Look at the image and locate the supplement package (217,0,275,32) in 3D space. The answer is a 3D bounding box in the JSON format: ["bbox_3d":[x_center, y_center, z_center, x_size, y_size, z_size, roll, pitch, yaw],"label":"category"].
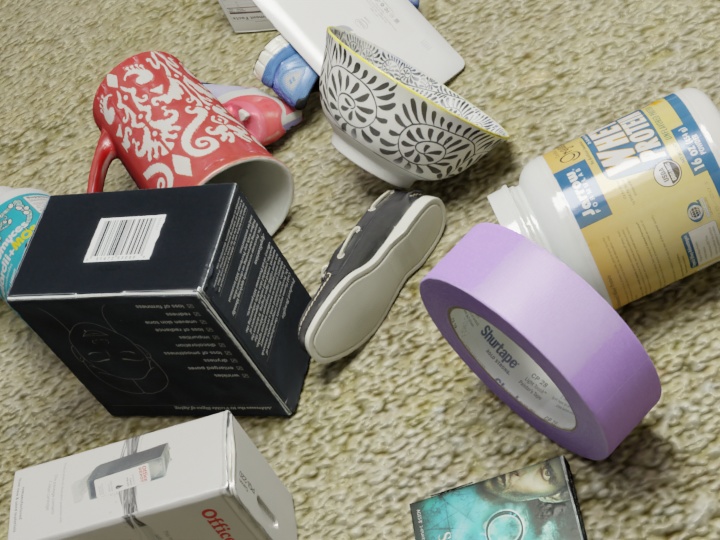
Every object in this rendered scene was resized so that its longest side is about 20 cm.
[{"bbox_3d":[-0.067,-0.378,1.746,0.155,0.111,0.201,-1,53,25],"label":"supplement package"}]

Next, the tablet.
[{"bbox_3d":[-0.003,-0.244,1.592,0.130,0.014,0.200,-39,81,-19],"label":"tablet"}]

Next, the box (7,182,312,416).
[{"bbox_3d":[-0.170,0.032,1.407,0.199,0.197,0.124,-2,52,24],"label":"box"}]

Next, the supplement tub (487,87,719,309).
[{"bbox_3d":[0.221,-0.050,1.321,0.199,0.145,0.145,-25,47,5],"label":"supplement tub"}]

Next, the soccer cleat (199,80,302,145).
[{"bbox_3d":[-0.149,-0.172,1.664,0.076,0.067,0.200,-21,28,-40],"label":"soccer cleat"}]

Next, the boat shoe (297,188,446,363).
[{"bbox_3d":[0.000,0.000,1.437,0.060,0.074,0.200,20,61,36],"label":"boat shoe"}]

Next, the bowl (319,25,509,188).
[{"bbox_3d":[0.033,-0.139,1.484,0.201,0.200,0.094,44,108,42],"label":"bowl"}]

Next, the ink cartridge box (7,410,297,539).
[{"bbox_3d":[-0.168,0.208,1.299,0.199,0.146,0.085,-15,48,13],"label":"ink cartridge box"}]

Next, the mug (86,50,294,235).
[{"bbox_3d":[-0.189,-0.114,1.537,0.177,0.134,0.200,-13,48,-35],"label":"mug"}]

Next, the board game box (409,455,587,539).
[{"bbox_3d":[0.117,0.248,1.211,0.135,0.028,0.200,-20,48,11],"label":"board game box"}]

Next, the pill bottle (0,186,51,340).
[{"bbox_3d":[-0.320,-0.011,1.573,0.111,0.111,0.200,-43,48,-12],"label":"pill bottle"}]

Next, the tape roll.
[{"bbox_3d":[0.139,0.056,1.237,0.066,0.200,0.200,-44,48,-13],"label":"tape roll"}]

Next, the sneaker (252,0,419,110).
[{"bbox_3d":[-0.013,-0.228,1.634,0.200,0.079,0.089,-36,81,-21],"label":"sneaker"}]
